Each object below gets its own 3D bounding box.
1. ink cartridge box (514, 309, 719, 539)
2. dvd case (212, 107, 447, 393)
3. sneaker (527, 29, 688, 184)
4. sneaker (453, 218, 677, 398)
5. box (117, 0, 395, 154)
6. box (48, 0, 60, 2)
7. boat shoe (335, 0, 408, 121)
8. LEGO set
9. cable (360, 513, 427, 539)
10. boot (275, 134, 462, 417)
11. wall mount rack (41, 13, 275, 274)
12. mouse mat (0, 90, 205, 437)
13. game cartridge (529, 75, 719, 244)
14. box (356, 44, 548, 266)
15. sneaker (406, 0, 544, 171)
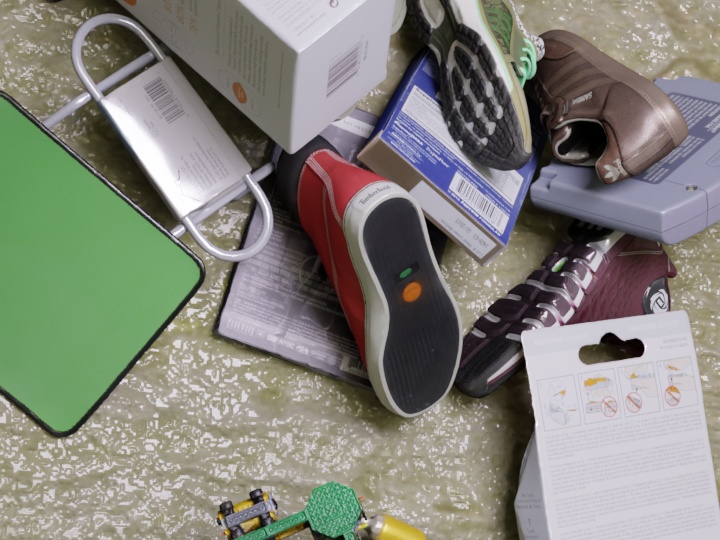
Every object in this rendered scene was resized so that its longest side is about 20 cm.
[{"bbox_3d":[0.183,0.138,1.430,0.162,0.050,0.200,-6,84,-31],"label":"ink cartridge box"},{"bbox_3d":[-0.011,-0.021,1.431,0.148,0.016,0.200,20,74,-14],"label":"dvd case"},{"bbox_3d":[0.157,-0.121,1.427,0.075,0.200,0.071,-38,119,-8],"label":"sneaker"},{"bbox_3d":[0.168,0.047,1.454,0.200,0.076,0.116,-45,114,-10],"label":"sneaker"},{"bbox_3d":[-0.080,-0.197,1.302,0.200,0.124,0.097,42,66,16],"label":"box"},{"bbox_3d":[-0.186,-0.312,1.413,0.160,0.044,0.200,-21,87,-22],"label":"box"},{"bbox_3d":[-0.021,-0.174,1.431,0.074,0.066,0.200,43,44,-29],"label":"boat shoe"},{"bbox_3d":[-0.032,0.248,1.312,0.154,0.116,0.200,-30,75,-9],"label":"LEGO set"},{"bbox_3d":[0.075,0.231,1.390,0.200,0.050,0.097,9,73,-18],"label":"cable"},{"bbox_3d":[0.000,0.000,1.386,0.072,0.144,0.200,-28,127,-20],"label":"boot"},{"bbox_3d":[-0.162,-0.070,1.360,0.174,0.075,0.200,-36,92,-26],"label":"wall mount rack"},{"bbox_3d":[-0.226,-0.004,1.322,0.200,0.008,0.161,41,92,-9],"label":"mouse mat"},{"bbox_3d":[0.235,-0.084,1.451,0.200,0.133,0.042,-37,137,-40],"label":"game cartridge"},{"bbox_3d":[0.075,-0.097,1.433,0.121,0.032,0.200,40,35,-9],"label":"box"},{"bbox_3d":[0.104,-0.157,1.413,0.088,0.077,0.200,2,53,-26],"label":"sneaker"}]
